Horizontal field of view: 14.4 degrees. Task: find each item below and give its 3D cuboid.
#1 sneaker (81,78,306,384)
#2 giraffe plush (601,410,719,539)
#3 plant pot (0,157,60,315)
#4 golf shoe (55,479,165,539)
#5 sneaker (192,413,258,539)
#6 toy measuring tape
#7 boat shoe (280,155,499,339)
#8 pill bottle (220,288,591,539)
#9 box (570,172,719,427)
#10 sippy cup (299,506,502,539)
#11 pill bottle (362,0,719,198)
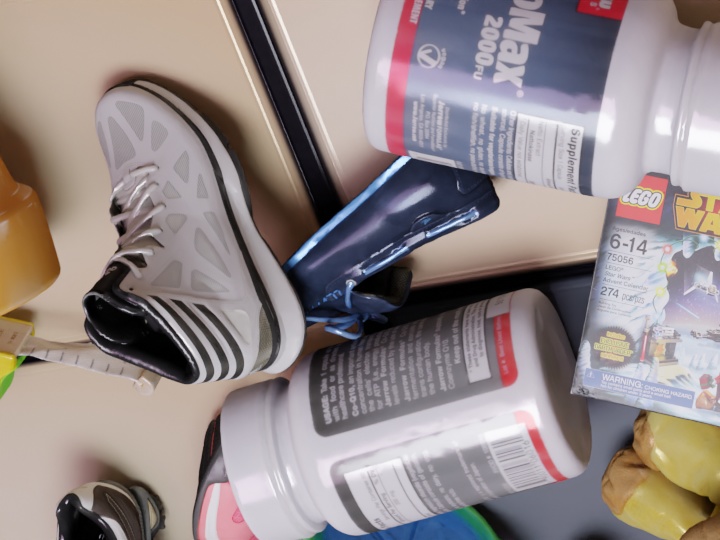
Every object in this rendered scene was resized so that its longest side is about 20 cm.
[{"bbox_3d":[-0.120,-0.023,1.635,0.076,0.115,0.201,-47,66,39],"label":"sneaker"},{"bbox_3d":[0.233,0.169,1.650,0.199,0.162,0.173,29,127,-1],"label":"giraffe plush"},{"bbox_3d":[-0.297,-0.057,1.683,0.199,0.200,0.184,-10,103,25],"label":"plant pot"},{"bbox_3d":[-0.164,0.233,1.820,0.077,0.094,0.201,-17,74,19],"label":"golf shoe"},{"bbox_3d":[-0.063,0.167,1.826,0.086,0.074,0.201,4,129,1],"label":"sneaker"},{"bbox_3d":[-0.220,0.069,1.805,0.199,0.074,0.074,11,126,13],"label":"toy measuring tape"},{"bbox_3d":[0.000,0.000,1.668,0.069,0.084,0.200,47,128,-1],"label":"boat shoe"},{"bbox_3d":[0.026,0.090,1.681,0.199,0.114,0.114,-16,117,15],"label":"pill bottle"},{"bbox_3d":[0.228,0.022,1.598,0.199,0.040,0.138,12,98,12],"label":"box"},{"bbox_3d":[0.011,0.217,1.778,0.177,0.140,0.131,25,129,4],"label":"sippy cup"},{"bbox_3d":[0.110,-0.104,1.538,0.199,0.120,0.120,12,126,11],"label":"pill bottle"}]
